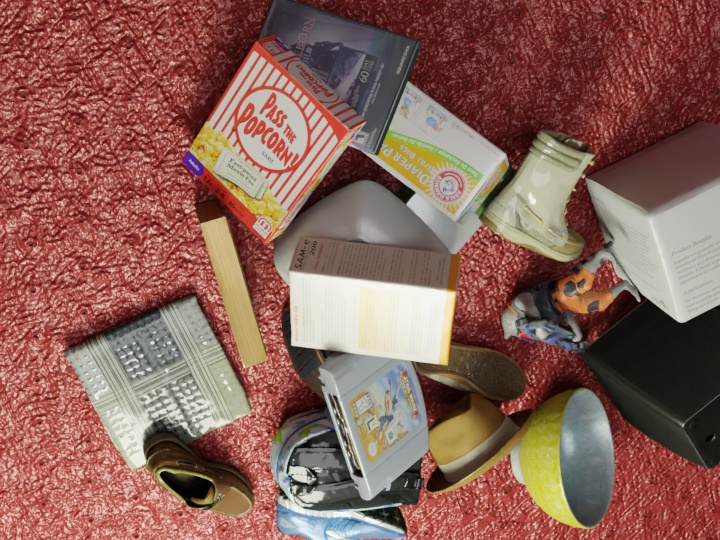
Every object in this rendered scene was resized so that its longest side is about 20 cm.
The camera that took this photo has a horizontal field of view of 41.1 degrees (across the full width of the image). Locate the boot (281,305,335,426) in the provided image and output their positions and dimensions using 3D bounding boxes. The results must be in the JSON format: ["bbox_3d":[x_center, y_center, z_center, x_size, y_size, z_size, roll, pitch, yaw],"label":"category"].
[{"bbox_3d":[-0.028,0.126,1.310,0.097,0.075,0.200,-20,72,-38],"label":"boot"}]

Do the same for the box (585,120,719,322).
[{"bbox_3d":[0.450,-0.072,1.300,0.199,0.200,0.171,-26,114,-3],"label":"box"}]

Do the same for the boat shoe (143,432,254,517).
[{"bbox_3d":[-0.219,0.301,1.322,0.072,0.068,0.200,-45,126,8],"label":"boat shoe"}]

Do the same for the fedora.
[{"bbox_3d":[0.150,0.229,1.348,0.201,0.201,0.082,-39,90,1],"label":"fedora"}]

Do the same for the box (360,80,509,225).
[{"bbox_3d":[0.076,-0.156,1.191,0.200,0.112,0.101,38,97,7],"label":"box"}]

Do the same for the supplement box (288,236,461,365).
[{"bbox_3d":[0.016,0.036,1.170,0.200,0.074,0.126,7,131,5],"label":"supplement box"}]

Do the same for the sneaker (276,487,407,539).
[{"bbox_3d":[-0.030,0.368,1.409,0.200,0.079,0.089,12,112,-8],"label":"sneaker"}]

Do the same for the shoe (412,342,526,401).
[{"bbox_3d":[0.151,0.138,1.385,0.200,0.053,0.070,21,81,-22],"label":"shoe"}]

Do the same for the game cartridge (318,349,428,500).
[{"bbox_3d":[0.024,0.179,1.241,0.133,0.042,0.200,-31,115,-32],"label":"game cartridge"}]

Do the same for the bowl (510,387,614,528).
[{"bbox_3d":[0.287,0.275,1.415,0.108,0.200,0.200,-8,117,36],"label":"bowl"}]

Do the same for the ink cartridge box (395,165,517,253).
[{"bbox_3d":[0.109,-0.086,1.291,0.104,0.059,0.200,39,96,-21],"label":"ink cartridge box"}]

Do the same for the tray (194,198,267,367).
[{"bbox_3d":[-0.167,0.015,1.239,0.037,0.099,0.200,-16,111,-9],"label":"tray"}]

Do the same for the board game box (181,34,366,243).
[{"bbox_3d":[-0.108,-0.154,1.150,0.151,0.046,0.200,44,124,5],"label":"board game box"}]

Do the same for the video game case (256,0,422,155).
[{"bbox_3d":[-0.042,-0.237,1.155,0.200,0.019,0.143,22,92,18],"label":"video game case"}]

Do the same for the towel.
[{"bbox_3d":[-0.271,0.152,1.303,0.192,0.035,0.200,-25,109,-7],"label":"towel"}]

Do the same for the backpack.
[{"bbox_3d":[-0.025,0.262,1.343,0.200,0.154,0.163,-13,114,-32],"label":"backpack"}]

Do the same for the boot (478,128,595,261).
[{"bbox_3d":[0.265,-0.100,1.283,0.200,0.072,0.155,15,112,-42],"label":"boot"}]

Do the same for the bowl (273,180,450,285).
[{"bbox_3d":[0.000,0.000,1.240,0.200,0.075,0.200,-33,116,31],"label":"bowl"}]

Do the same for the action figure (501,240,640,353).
[{"bbox_3d":[0.290,0.048,1.359,0.193,0.105,0.200,-26,153,19],"label":"action figure"}]

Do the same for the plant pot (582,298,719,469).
[{"bbox_3d":[0.474,0.159,1.368,0.199,0.177,0.200,-39,130,2],"label":"plant pot"}]
